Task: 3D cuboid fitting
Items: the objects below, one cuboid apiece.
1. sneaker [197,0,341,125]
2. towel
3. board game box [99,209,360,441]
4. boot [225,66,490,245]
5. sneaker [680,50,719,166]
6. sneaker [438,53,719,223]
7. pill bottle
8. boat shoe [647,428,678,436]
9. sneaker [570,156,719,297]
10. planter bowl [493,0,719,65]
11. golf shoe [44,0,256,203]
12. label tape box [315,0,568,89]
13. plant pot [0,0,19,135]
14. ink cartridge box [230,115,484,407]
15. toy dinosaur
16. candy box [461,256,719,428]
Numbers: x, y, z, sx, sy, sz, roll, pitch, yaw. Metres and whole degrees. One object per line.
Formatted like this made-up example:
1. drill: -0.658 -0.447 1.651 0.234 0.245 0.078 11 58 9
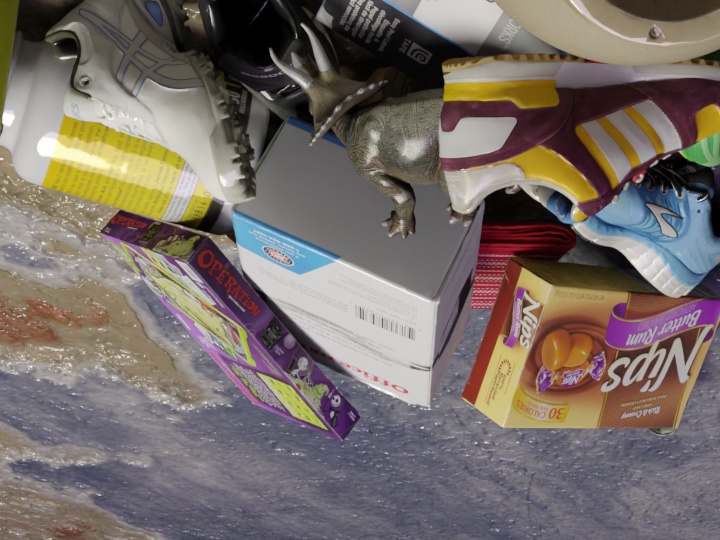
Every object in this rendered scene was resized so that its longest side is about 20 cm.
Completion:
1. sneaker: -0.058 -0.139 0.973 0.066 0.091 0.200 -20 140 8
2. towel: 0.070 -0.002 1.228 0.144 0.023 0.200 2 165 -12
3. board game box: -0.092 0.040 1.132 0.120 0.032 0.200 11 147 48
4. boot: -0.028 -0.070 1.141 0.199 0.066 0.175 -7 148 27
5. sneaker: 0.251 -0.124 0.901 0.074 0.084 0.200 -8 147 -44
6. sneaker: 0.134 -0.071 0.858 0.199 0.090 0.075 -1 -172 -19
7. pill bottle: -0.170 -0.101 1.069 0.199 0.112 0.111 15 150 -14
8. boat shoe: 0.242 0.078 1.333 0.072 0.071 0.200 -9 146 28
9. sneaker: 0.202 -0.060 1.120 0.090 0.079 0.200 -36 135 27
10. planter bowl: 0.138 -0.181 0.736 0.199 0.135 0.201 0 116 -1
11. golf shoe: -0.129 -0.101 0.966 0.097 0.200 0.078 -26 141 -6
12. label tape box: 0.091 -0.153 0.899 0.200 0.063 0.144 31 146 -2
13. plant pot: -0.319 -0.147 0.947 0.181 0.200 0.200 22 148 -37
14. ink cartridge box: 0.000 0.000 1.075 0.145 0.084 0.200 23 158 11
15. toy dinosaur: 0.046 -0.073 0.905 0.199 0.077 0.102 8 153 19
16. candy box: 0.181 0.059 1.205 0.200 0.117 0.056 6 -161 -38
